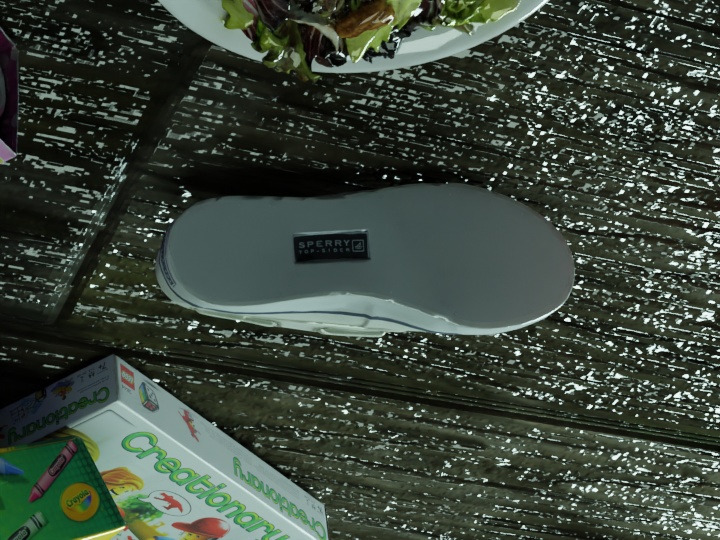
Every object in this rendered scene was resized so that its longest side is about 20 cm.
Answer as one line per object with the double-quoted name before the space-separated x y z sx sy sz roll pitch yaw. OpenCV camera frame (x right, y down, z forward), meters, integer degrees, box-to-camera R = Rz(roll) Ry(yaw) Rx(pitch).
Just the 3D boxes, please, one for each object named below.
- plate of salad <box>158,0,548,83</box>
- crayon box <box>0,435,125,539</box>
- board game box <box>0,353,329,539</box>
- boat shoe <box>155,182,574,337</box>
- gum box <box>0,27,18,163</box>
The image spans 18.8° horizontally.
"plate of salad" 0.005 -0.140 0.860 0.200 0.048 0.200 -6 143 -4
"crayon box" -0.220 0.143 1.043 0.119 0.058 0.200 -36 165 27
"board game box" -0.123 0.125 1.193 0.126 0.035 0.200 -26 139 22
"boat shoe" 0.000 0.000 1.038 0.200 0.071 0.070 -1 170 -15
"gum box" -0.238 -0.101 0.850 0.113 0.066 0.200 -22 141 19
